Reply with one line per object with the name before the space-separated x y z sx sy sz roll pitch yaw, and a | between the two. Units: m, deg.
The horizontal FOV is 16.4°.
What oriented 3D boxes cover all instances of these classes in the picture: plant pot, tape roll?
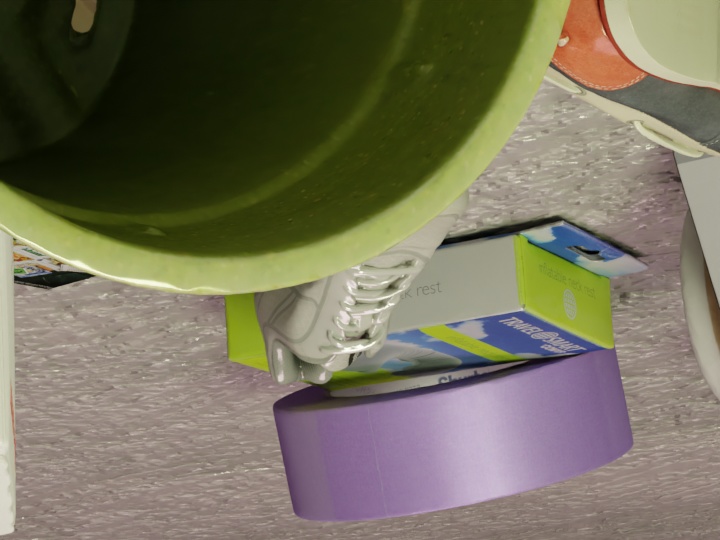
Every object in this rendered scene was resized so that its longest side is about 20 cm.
plant pot | -0.076 -0.093 0.640 0.199 0.202 0.190 4 177 -28
tape roll | 0.053 0.087 1.429 0.199 0.066 0.200 -11 -176 1

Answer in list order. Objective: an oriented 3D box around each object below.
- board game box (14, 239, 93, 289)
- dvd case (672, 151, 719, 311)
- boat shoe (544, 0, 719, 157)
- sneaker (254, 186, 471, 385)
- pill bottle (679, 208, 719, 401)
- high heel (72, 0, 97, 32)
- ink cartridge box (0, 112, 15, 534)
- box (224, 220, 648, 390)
board game box | -0.182 -0.024 1.148 0.104 0.024 0.199 -12 164 38
dvd case | 0.236 0.021 1.113 0.150 0.201 0.025 -11 -165 27
boat shoe | 0.124 -0.076 0.929 0.062 0.072 0.200 -7 165 37
sneaker | 0.000 0.000 1.175 0.075 0.082 0.200 4 163 -20
pill bottle | 0.259 0.000 1.173 0.199 0.112 0.111 -11 164 27
high heel | -0.053 -0.069 0.891 0.142 0.072 0.200 7 177 -20
ink cartridge box | -0.153 -0.024 0.795 0.084 0.201 0.145 -2 165 -7
box | 0.042 0.022 1.336 0.199 0.048 0.122 -10 165 27
